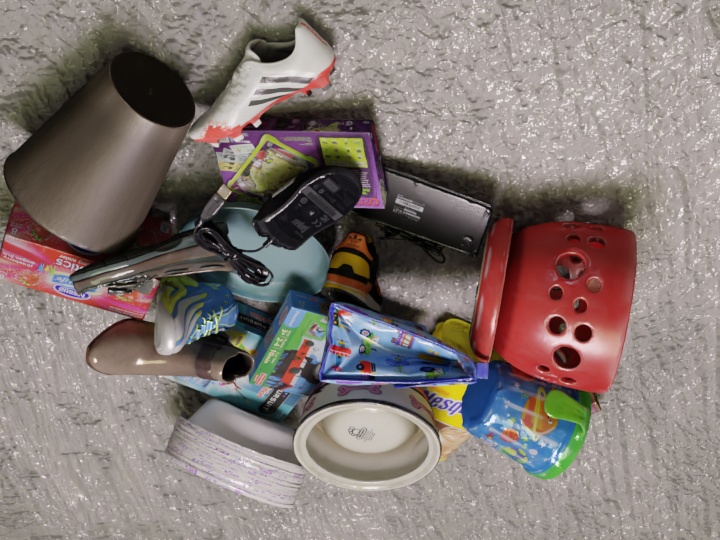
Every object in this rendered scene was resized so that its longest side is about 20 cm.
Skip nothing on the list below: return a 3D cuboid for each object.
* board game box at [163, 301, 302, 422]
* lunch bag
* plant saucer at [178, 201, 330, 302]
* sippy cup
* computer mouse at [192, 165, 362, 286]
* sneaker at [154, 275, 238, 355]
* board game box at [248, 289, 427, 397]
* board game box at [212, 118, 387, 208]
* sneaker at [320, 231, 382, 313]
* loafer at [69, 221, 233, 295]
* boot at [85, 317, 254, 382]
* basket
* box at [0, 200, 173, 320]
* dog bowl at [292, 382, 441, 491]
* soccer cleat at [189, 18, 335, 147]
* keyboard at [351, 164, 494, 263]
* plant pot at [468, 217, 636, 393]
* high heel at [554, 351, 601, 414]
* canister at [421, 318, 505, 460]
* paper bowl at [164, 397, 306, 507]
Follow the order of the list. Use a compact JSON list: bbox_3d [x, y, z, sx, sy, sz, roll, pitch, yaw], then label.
[{"bbox_3d":[-0.161,0.119,1.897,0.198,0.047,0.151,23,133,-18],"label":"board game box"},{"bbox_3d":[0.056,0.099,1.642,0.197,0.096,0.151,9,177,1],"label":"lunch bag"},{"bbox_3d":[-0.131,-0.027,1.737,0.197,0.028,0.201,8,146,5],"label":"plant saucer"},{"bbox_3d":[0.201,0.179,1.746,0.129,0.141,0.178,23,126,-20],"label":"sippy cup"},{"bbox_3d":[-0.103,-0.078,1.612,0.140,0.046,0.200,34,118,-33],"label":"computer mouse"},{"bbox_3d":[-0.202,0.050,1.718,0.103,0.200,0.077,5,111,-8],"label":"sneaker"},{"bbox_3d":[-0.030,0.111,1.826,0.198,0.037,0.152,14,129,-21],"label":"board game box"},{"bbox_3d":[-0.072,-0.127,1.634,0.197,0.033,0.121,3,132,14],"label":"board game box"},{"bbox_3d":[0.000,0.000,1.719,0.069,0.091,0.200,17,177,7],"label":"sneaker"},{"bbox_3d":[-0.244,0.000,1.645,0.198,0.072,0.064,-19,101,-12],"label":"loafer"},{"bbox_3d":[-0.231,0.109,1.745,0.145,0.199,0.071,15,104,26],"label":"boot"},{"bbox_3d":[-0.285,-0.141,1.584,0.179,0.137,0.200,32,126,-20],"label":"basket"},{"bbox_3d":[-0.344,-0.025,1.723,0.198,0.096,0.100,17,142,-13],"label":"box"},{"bbox_3d":[0.010,0.208,1.835,0.197,0.074,0.202,2,138,2],"label":"dog bowl"},{"bbox_3d":[-0.120,-0.211,1.548,0.198,0.069,0.085,-25,120,22],"label":"soccer cleat"},{"bbox_3d":[0.059,-0.078,1.684,0.198,0.040,0.105,21,126,2],"label":"keyboard"},{"bbox_3d":[0.230,0.036,1.680,0.180,0.202,0.202,10,136,6],"label":"plant pot"},{"bbox_3d":[0.257,0.158,1.891,0.095,0.068,0.200,-24,143,13],"label":"high heel"},{"bbox_3d":[0.118,0.170,1.901,0.147,0.087,0.200,24,134,-20],"label":"canister"},{"bbox_3d":[-0.169,0.250,1.950,0.198,0.106,0.201,23,177,1],"label":"paper bowl"}]
